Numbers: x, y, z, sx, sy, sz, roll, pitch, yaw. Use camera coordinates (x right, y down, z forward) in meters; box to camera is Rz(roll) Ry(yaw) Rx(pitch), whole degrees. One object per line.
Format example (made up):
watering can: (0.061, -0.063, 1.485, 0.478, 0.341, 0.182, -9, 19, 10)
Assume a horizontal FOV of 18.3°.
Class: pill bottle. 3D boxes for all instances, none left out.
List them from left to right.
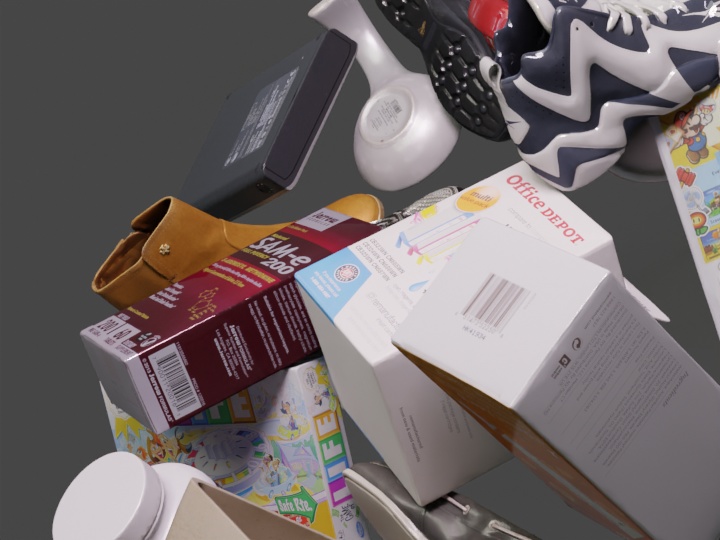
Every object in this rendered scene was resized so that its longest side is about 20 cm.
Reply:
pill bottle: (-0.105, 0.200, 1.450, 0.112, 0.200, 0.112, -26, 41, 25)

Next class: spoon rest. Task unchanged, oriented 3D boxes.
spoon rest: (0.021, -0.142, 1.777, 0.099, 0.061, 0.200, -37, 51, 15)

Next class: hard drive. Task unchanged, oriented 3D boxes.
hard drive: (-0.082, -0.106, 1.794, 0.200, 0.033, 0.140, -22, 40, 61)

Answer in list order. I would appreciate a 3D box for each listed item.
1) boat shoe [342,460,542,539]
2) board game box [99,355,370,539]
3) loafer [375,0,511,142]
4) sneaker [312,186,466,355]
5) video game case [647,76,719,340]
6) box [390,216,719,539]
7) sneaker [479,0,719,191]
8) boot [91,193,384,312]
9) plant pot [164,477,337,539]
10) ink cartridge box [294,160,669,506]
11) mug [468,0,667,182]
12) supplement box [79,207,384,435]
boat shoe: (0.064, 0.171, 1.433, 0.057, 0.067, 0.200, -35, 38, -18)
board game box: (-0.091, 0.132, 1.567, 0.200, 0.134, 0.034, -6, 10, 42)
loafer: (0.082, -0.174, 1.722, 0.201, 0.070, 0.068, 58, 136, 38)
sneaker: (0.000, 0.000, 1.629, 0.200, 0.085, 0.078, -34, 38, 16)
video game case: (0.291, -0.055, 1.372, 0.200, 0.023, 0.182, -25, 71, 28)
box: (0.135, 0.075, 1.326, 0.097, 0.200, 0.124, -53, 36, -8)
sneaker: (0.158, -0.160, 1.408, 0.199, 0.130, 0.079, -40, 31, 5)
boot: (-0.092, -0.017, 1.687, 0.201, 0.144, 0.071, -42, 37, 7)
plant pot: (-0.034, 0.271, 1.336, 0.177, 0.200, 0.200, -59, 36, 4)
ink cartridge box: (0.084, 0.032, 1.444, 0.200, 0.125, 0.129, -28, 36, -11)
mug: (0.160, -0.174, 1.565, 0.133, 0.178, 0.200, -43, 32, 2)
supplement box: (-0.079, 0.031, 1.519, 0.200, 0.061, 0.109, -27, 19, -18)
